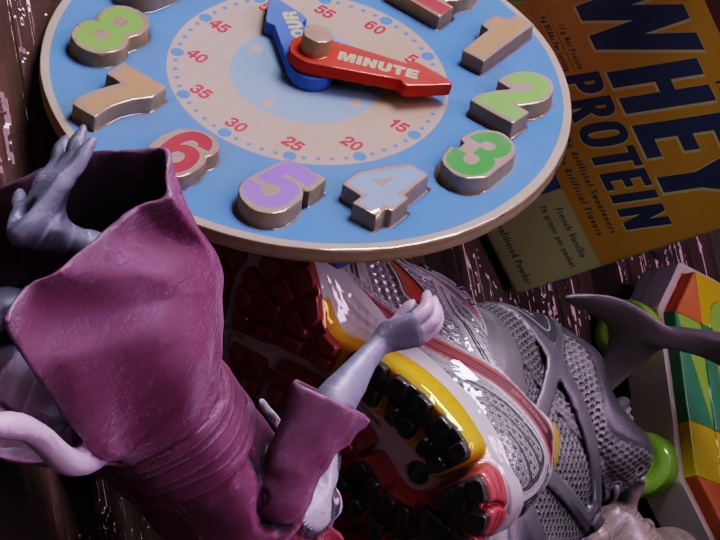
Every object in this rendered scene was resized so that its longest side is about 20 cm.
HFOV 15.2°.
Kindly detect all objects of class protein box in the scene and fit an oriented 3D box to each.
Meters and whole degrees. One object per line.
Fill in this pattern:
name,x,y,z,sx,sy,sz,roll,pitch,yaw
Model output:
protein box,0.159,-0.115,1.291,0.135,0.198,0.200,62,31,-15

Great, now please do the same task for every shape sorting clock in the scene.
shape sorting clock,-0.020,-0.073,1.007,0.200,0.200,0.039,-60,166,-52

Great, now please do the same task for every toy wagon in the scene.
toy wagon,0.180,0.100,1.375,0.155,0.040,0.200,22,56,-53

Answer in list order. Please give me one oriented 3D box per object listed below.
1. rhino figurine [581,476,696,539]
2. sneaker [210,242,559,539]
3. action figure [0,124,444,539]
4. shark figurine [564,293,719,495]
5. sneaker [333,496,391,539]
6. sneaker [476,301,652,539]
rhino figurine,0.131,0.143,1.213,0.200,0.060,0.087,53,-9,-29
sneaker,-0.005,0.023,1.017,0.200,0.078,0.082,50,35,17
action figure,-0.061,0.051,0.906,0.200,0.134,0.149,49,41,-34
shark figurine,0.200,0.073,1.256,0.215,0.128,0.090,54,-7,20
sneaker,-0.012,0.162,1.011,0.096,0.079,0.200,68,25,-50
sneaker,0.069,0.113,1.102,0.114,0.076,0.200,3,85,-40
